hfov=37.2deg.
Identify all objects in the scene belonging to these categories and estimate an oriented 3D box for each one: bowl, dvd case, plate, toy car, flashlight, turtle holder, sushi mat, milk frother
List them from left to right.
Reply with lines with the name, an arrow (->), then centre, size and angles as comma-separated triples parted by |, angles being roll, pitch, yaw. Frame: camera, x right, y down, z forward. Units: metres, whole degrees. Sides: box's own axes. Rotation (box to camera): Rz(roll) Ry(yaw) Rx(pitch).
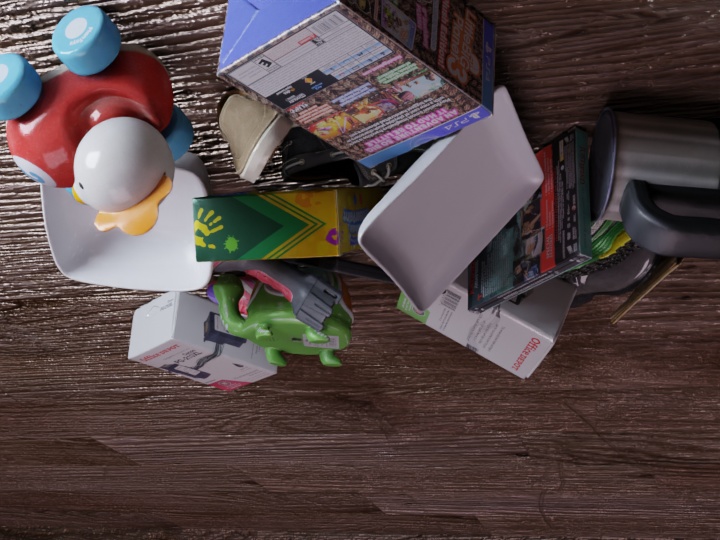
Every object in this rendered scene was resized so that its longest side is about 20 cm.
toy car -> -0.248, -0.106, 1.030 | 0.175, 0.202, 0.185 | -27, 144, 5
bowl -> -0.265, -0.071, 1.258 | 0.196, 0.075, 0.202 | 5, 133, -1
flashlight -> -0.123, 0.007, 1.369 | 0.198, 0.068, 0.068 | 34, 163, 0
turtle holder -> -0.098, 0.052, 1.473 | 0.183, 0.134, 0.141 | -8, 153, 29
dvd case -> 0.000, 0.000, 1.278 | 0.140, 0.018, 0.199 | 11, 180, -21
plate -> 0.090, -0.070, 1.070 | 0.032, 0.200, 0.200 | 41, 178, 31
dvd case -> 0.181, -0.050, 1.179 | 0.022, 0.149, 0.199 | 15, 154, -27
sushi mat -> 0.375, -0.001, 1.328 | 0.012, 0.096, 0.201 | 43, 156, 9
milk frother -> 0.334, -0.124, 1.037 | 0.184, 0.181, 0.203 | 5, 113, -1

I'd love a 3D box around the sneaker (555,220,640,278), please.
sneaker -> 0.279, -0.050, 1.239 | 0.077, 0.086, 0.199 | -4, 158, -43

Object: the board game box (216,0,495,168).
board game box -> 0.000, -0.196, 0.956 | 0.158, 0.099, 0.199 | -18, 147, 41

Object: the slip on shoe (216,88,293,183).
slip on shoe -> -0.110, -0.141, 1.046 | 0.060, 0.200, 0.076 | 33, 103, -15

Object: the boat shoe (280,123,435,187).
boat shoe -> 0.010, -0.117, 1.164 | 0.196, 0.069, 0.072 | 4, 154, -7

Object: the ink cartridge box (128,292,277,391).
ink cartridge box -> -0.246, 0.113, 1.691 | 0.198, 0.086, 0.144 | 23, 149, -34

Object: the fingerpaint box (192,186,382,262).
fingerpaint box -> -0.075, -0.056, 1.209 | 0.164, 0.075, 0.200 | -2, -176, 16

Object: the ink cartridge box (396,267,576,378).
ink cartridge box -> 0.157, 0.037, 1.365 | 0.198, 0.085, 0.146 | 28, 156, 6

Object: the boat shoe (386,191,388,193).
boat shoe -> 0.076, -0.069, 1.185 | 0.068, 0.200, 0.085 | -34, 93, 33

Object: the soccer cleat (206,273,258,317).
soccer cleat -> -0.126, 0.055, 1.550 | 0.196, 0.078, 0.067 | 8, 156, -8

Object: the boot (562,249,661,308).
boot -> 0.269, -0.017, 1.336 | 0.130, 0.071, 0.199 | 25, 144, -24

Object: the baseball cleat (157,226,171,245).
baseball cleat -> -0.280, -0.025, 1.418 | 0.104, 0.071, 0.201 | 7, 155, -4
